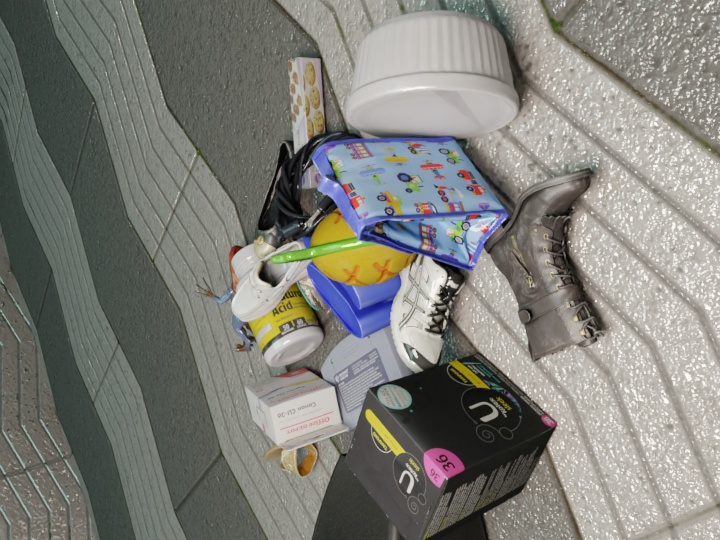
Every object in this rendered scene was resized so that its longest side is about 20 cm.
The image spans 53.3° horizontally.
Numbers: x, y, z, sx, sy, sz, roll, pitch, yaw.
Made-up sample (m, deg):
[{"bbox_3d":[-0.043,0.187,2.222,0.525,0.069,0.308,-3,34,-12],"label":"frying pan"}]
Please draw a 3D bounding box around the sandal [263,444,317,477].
[{"bbox_3d":[-0.108,0.334,1.287,0.212,0.077,0.070,-44,58,41],"label":"sandal"}]

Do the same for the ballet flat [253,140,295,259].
[{"bbox_3d":[-0.144,-0.118,1.192,0.066,0.057,0.203,13,86,35],"label":"ballet flat"}]

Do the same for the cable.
[{"bbox_3d":[-0.059,-0.136,1.039,0.162,0.051,0.202,-25,42,37],"label":"cable"}]

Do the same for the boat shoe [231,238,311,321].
[{"bbox_3d":[-0.149,0.011,1.151,0.200,0.069,0.071,-42,68,23],"label":"boat shoe"}]

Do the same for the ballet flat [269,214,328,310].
[{"bbox_3d":[-0.091,-0.034,1.199,0.075,0.067,0.202,-43,61,30],"label":"ballet flat"}]

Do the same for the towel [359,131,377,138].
[{"bbox_3d":[0.065,-0.166,0.991,0.132,0.034,0.203,-38,69,50],"label":"towel"}]

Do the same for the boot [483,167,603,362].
[{"bbox_3d":[0.225,-0.001,0.805,0.176,0.068,0.200,66,150,16],"label":"boot"}]

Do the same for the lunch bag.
[{"bbox_3d":[0.043,-0.089,0.825,0.095,0.197,0.152,-61,39,34],"label":"lunch bag"}]

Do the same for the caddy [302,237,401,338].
[{"bbox_3d":[0.000,0.000,1.056,0.200,0.104,0.143,47,153,35],"label":"caddy"}]

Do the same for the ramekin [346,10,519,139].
[{"bbox_3d":[0.083,-0.222,0.834,0.201,0.200,0.096,-6,81,52],"label":"ramekin"}]

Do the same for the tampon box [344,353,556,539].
[{"bbox_3d":[0.109,0.214,0.886,0.150,0.198,0.128,42,129,37],"label":"tampon box"}]

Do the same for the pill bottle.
[{"bbox_3d":[-0.151,0.055,1.251,0.112,0.110,0.202,-51,60,44],"label":"pill bottle"}]

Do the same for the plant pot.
[{"bbox_3d":[0.057,0.352,1.006,0.198,0.198,0.181,-2,84,52],"label":"plant pot"}]

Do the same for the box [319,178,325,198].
[{"bbox_3d":[-0.001,-0.114,1.044,0.199,0.041,0.039,20,123,62],"label":"box"}]

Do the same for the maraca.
[{"bbox_3d":[-0.015,-0.031,0.919,0.137,0.197,0.109,25,-125,-84],"label":"maraca"}]

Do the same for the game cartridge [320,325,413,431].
[{"bbox_3d":[0.010,0.164,1.133,0.200,0.040,0.135,-39,71,48],"label":"game cartridge"}]

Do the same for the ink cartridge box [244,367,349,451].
[{"bbox_3d":[-0.107,0.225,1.188,0.199,0.115,0.069,11,115,65],"label":"ink cartridge box"}]

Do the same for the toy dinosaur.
[{"bbox_3d":[-0.206,0.050,1.340,0.198,0.104,0.184,15,114,34],"label":"toy dinosaur"}]

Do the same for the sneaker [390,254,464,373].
[{"bbox_3d":[0.093,0.033,0.936,0.087,0.075,0.203,-16,67,45],"label":"sneaker"}]

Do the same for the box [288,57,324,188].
[{"bbox_3d":[-0.082,-0.233,1.144,0.038,0.041,0.204,6,102,51],"label":"box"}]
